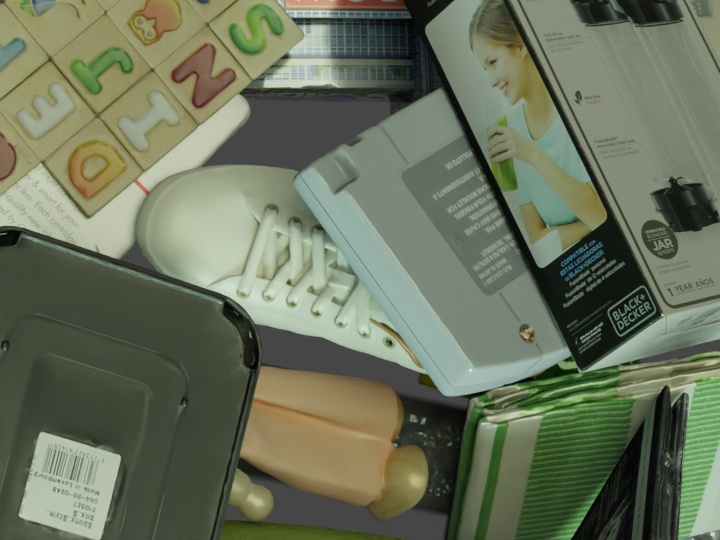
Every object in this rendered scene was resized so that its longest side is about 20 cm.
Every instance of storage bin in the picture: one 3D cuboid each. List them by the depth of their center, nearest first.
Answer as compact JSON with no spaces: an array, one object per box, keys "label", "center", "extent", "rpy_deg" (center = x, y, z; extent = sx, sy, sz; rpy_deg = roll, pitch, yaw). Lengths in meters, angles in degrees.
[{"label":"storage bin","center":[-0.134,0.097,1.143],"extent":[0.135,0.094,0.200],"rpy_deg":[19,75,-20]}]

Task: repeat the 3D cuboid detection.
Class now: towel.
[{"label":"towel","center":[0.140,0.086,1.328],"extent":[0.200,0.153,0.023],"rpy_deg":[-12,54,-14]}]

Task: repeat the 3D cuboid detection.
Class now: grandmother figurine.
[{"label":"grandmother figurine","center":[-0.068,0.060,1.276],"extent":[0.200,0.121,0.061],"rpy_deg":[16,115,-34]}]

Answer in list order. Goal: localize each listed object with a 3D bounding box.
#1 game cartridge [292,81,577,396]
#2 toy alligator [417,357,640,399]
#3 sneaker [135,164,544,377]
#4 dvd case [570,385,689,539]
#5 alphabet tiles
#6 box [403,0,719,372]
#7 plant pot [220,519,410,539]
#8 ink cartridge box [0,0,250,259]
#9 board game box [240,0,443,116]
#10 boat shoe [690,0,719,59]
[{"label":"game cartridge","center":[0.071,-0.026,1.250],"extent":[0.133,0.040,0.200],"rpy_deg":[52,45,6]},{"label":"toy alligator","center":[0.091,0.043,1.356],"extent":[0.200,0.054,0.059],"rpy_deg":[17,86,-14]},{"label":"sneaker","center":[0.000,0.000,1.259],"extent":[0.200,0.085,0.073],"rpy_deg":[17,87,-14]},{"label":"dvd case","center":[0.092,0.163,1.239],"extent":[0.016,0.149,0.200],"rpy_deg":[26,116,-3]},{"label":"alphabet tiles","center":[-0.126,-0.128,1.260],"extent":[0.200,0.006,0.166],"rpy_deg":[-41,98,-14]},{"label":"box","center":[0.111,-0.064,1.239],"extent":[0.117,0.060,0.200],"rpy_deg":[-13,72,-42]},{"label":"plant pot","center":[-0.044,0.188,1.259],"extent":[0.200,0.187,0.187],"rpy_deg":[20,81,-1]},{"label":"ink cartridge box","center":[-0.160,-0.039,1.283],"extent":[0.116,0.067,0.200],"rpy_deg":[46,76,-9]},{"label":"board game box","center":[0.023,-0.134,1.345],"extent":[0.200,0.062,0.200],"rpy_deg":[-1,86,-16]},{"label":"boat shoe","center":[0.167,-0.130,1.365],"extent":[0.072,0.069,0.200],"rpy_deg":[-5,52,-1]}]
